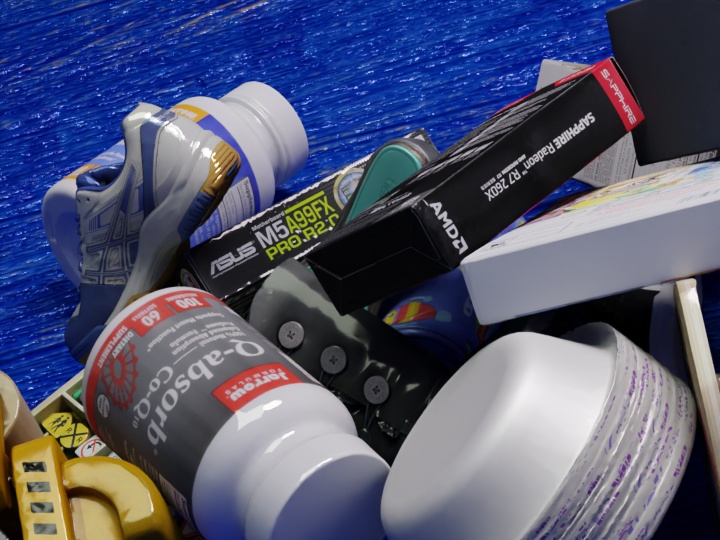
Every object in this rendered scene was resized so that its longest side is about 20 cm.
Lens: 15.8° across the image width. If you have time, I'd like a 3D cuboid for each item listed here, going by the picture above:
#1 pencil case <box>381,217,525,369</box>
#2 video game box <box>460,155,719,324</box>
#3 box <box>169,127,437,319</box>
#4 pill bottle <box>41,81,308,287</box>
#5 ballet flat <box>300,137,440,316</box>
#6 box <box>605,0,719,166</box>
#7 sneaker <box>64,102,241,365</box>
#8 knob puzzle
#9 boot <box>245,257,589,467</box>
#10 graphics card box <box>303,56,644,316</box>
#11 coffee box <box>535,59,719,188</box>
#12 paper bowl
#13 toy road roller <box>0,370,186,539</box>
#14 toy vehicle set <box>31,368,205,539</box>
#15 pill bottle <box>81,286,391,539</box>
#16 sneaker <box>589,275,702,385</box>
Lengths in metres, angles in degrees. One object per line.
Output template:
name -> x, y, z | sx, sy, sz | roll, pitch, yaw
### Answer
pencil case -> 0.064, 0.027, 1.752 | 0.078, 0.087, 0.200 | -30, 19, 30
video game box -> 0.182, -0.028, 1.505 | 0.199, 0.047, 0.182 | -14, 10, 28
box -> -0.043, -0.011, 1.811 | 0.199, 0.044, 0.160 | -28, -12, -21
pill bottle -> -0.137, -0.064, 1.979 | 0.112, 0.113, 0.200 | 16, 42, 44
ballet flat -> 0.000, 0.000, 1.715 | 0.201, 0.073, 0.073 | -58, 23, 17
box -> 0.279, -0.140, 1.575 | 0.181, 0.105, 0.200 | -14, 1, -22
sneaker -> -0.158, -0.028, 1.735 | 0.088, 0.201, 0.075 | 35, 28, 2
knob puzzle -> 0.206, 0.092, 1.438 | 0.030, 0.221, 0.220 | -11, 29, 5
boot -> 0.026, 0.046, 1.632 | 0.199, 0.066, 0.166 | 29, 88, 32
graphics card box -> 0.071, -0.052, 1.597 | 0.200, 0.051, 0.125 | -36, 8, -37
coffee box -> 0.224, -0.087, 1.827 | 0.112, 0.080, 0.199 | 3, 14, -39
paper bowl -> 0.089, 0.116, 1.458 | 0.201, 0.104, 0.201 | -50, 12, 15
toy road roller -> -0.184, 0.148, 1.570 | 0.145, 0.123, 0.201 | -17, 52, 2
toy vehicle set -> -0.127, 0.122, 1.665 | 0.124, 0.027, 0.200 | -40, 46, -18
pill bottle -> -0.072, 0.102, 1.557 | 0.115, 0.116, 0.200 | -30, 42, -24
sneaker -> 0.166, 0.038, 1.700 | 0.111, 0.074, 0.200 | -12, 20, 15
